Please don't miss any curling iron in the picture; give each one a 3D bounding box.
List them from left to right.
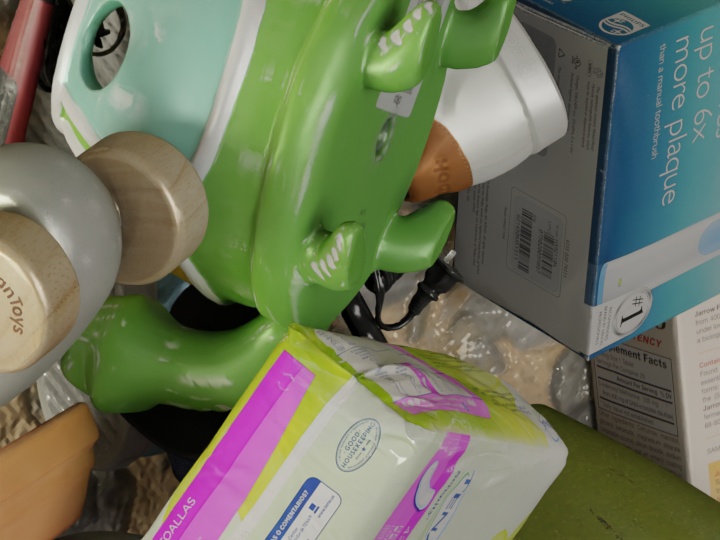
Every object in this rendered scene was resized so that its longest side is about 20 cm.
[{"bbox_3d":[-0.127,-0.019,1.039,0.050,0.026,0.200,20,85,-51],"label":"curling iron"}]

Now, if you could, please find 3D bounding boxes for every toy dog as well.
[{"bbox_3d":[-0.148,0.008,0.961,0.200,0.132,0.096,-39,88,17],"label":"toy dog"}]

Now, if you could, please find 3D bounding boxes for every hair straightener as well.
[{"bbox_3d":[0.000,0.000,1.176,0.077,0.041,0.200,-23,114,-7],"label":"hair straightener"}]

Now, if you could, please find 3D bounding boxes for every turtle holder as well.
[{"bbox_3d":[-0.037,-0.047,1.024,0.141,0.132,0.186,-49,155,-54],"label":"turtle holder"}]

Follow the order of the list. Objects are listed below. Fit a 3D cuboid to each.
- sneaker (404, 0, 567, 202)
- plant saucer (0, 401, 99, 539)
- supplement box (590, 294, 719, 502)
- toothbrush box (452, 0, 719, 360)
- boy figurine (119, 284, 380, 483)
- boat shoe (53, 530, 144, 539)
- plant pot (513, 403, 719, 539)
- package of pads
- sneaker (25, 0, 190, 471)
[{"bbox_3d":[-0.008,-0.116,1.106,0.085,0.073,0.200,-31,75,-9],"label":"sneaker"},{"bbox_3d":[-0.173,0.113,1.013,0.200,0.200,0.037,-32,92,-23],"label":"plant saucer"},{"bbox_3d":[0.176,0.077,1.298,0.126,0.074,0.200,-15,108,-28],"label":"supplement box"},{"bbox_3d":[0.139,-0.072,1.200,0.200,0.085,0.147,-24,131,-37],"label":"toothbrush box"},{"bbox_3d":[-0.028,0.081,1.131,0.124,0.064,0.200,-51,150,-15],"label":"boy figurine"},{"bbox_3d":[-0.119,0.147,1.003,0.200,0.066,0.072,-22,107,-47],"label":"boat shoe"},{"bbox_3d":[0.108,0.156,1.190,0.187,0.200,0.187,-35,159,-16],"label":"plant pot"},{"bbox_3d":[-0.011,0.097,1.018,0.155,0.068,0.200,-55,162,5],"label":"package of pads"},{"bbox_3d":[-0.083,-0.026,1.127,0.082,0.074,0.200,-10,107,-50],"label":"sneaker"}]
